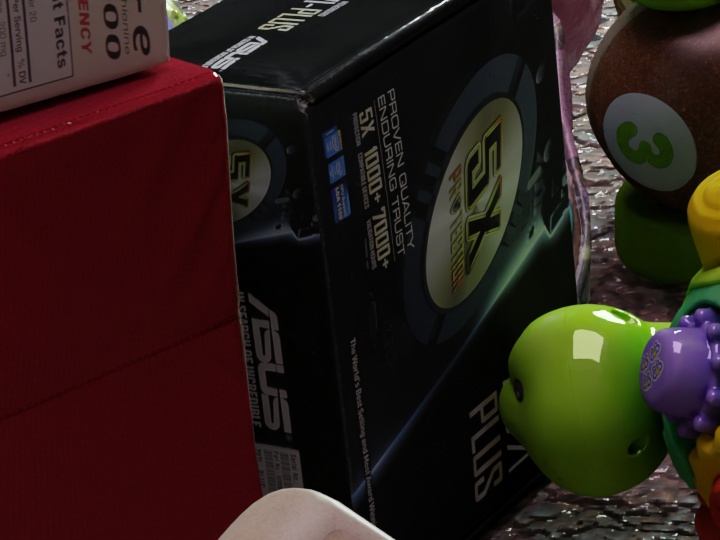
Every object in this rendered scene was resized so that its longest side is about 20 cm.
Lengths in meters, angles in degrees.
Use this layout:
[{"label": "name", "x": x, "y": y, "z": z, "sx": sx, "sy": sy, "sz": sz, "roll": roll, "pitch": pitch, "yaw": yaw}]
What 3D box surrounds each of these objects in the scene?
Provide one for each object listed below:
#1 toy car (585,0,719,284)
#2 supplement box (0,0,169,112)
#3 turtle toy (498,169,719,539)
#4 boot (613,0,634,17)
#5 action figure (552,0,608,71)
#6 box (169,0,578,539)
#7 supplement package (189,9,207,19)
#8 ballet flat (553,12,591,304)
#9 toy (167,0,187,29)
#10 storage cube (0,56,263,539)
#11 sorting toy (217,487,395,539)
[{"label": "toy car", "x": 0.188, "y": -0.042, "z": 1.135, "sx": 0.158, "sy": 0.164, "sz": 0.200, "roll": -10, "pitch": 35, "yaw": -9}, {"label": "supplement box", "x": -0.173, "y": -0.084, "z": 0.843, "sx": 0.200, "sy": 0.074, "sz": 0.126, "roll": -20, "pitch": 28, "yaw": -35}, {"label": "turtle toy", "x": 0.139, "y": 0.047, "z": 0.962, "sx": 0.200, "sy": 0.146, "sz": 0.101, "roll": 14, "pitch": 51, "yaw": 41}, {"label": "boot", "x": 0.185, "y": -0.142, "z": 1.239, "sx": 0.155, "sy": 0.200, "sz": 0.073, "roll": -8, "pitch": 41, "yaw": 13}, {"label": "action figure", "x": 0.039, "y": -0.131, "z": 1.323, "sx": 0.149, "sy": 0.134, "sz": 0.200, "roll": 21, "pitch": 1, "yaw": 25}, {"label": "box", "x": 0.000, "y": 0.000, "z": 1.004, "sx": 0.086, "sy": 0.200, "sz": 0.164, "roll": 8, "pitch": 26, "yaw": 31}, {"label": "supplement package", "x": -0.058, "y": -0.027, "z": 1.194, "sx": 0.117, "sy": 0.117, "sz": 0.200, "roll": 11, "pitch": 28, "yaw": 31}, {"label": "ballet flat", "x": 0.067, "y": -0.023, "z": 1.183, "sx": 0.069, "sy": 0.071, "sz": 0.200, "roll": -11, "pitch": 56, "yaw": 18}, {"label": "toy", "x": -0.107, "y": -0.092, "z": 1.094, "sx": 0.115, "sy": 0.047, "sz": 0.200, "roll": 9, "pitch": 10, "yaw": -41}, {"label": "storage cube", "x": -0.157, "y": 0.020, "z": 0.907, "sx": 0.180, "sy": 0.171, "sz": 0.200, "roll": -22, "pitch": 28, "yaw": -34}, {"label": "sorting toy", "x": 0.009, "y": 0.163, "z": 0.711, "sx": 0.200, "sy": 0.036, "sz": 0.185, "roll": 30, "pitch": 49, "yaw": 14}]
